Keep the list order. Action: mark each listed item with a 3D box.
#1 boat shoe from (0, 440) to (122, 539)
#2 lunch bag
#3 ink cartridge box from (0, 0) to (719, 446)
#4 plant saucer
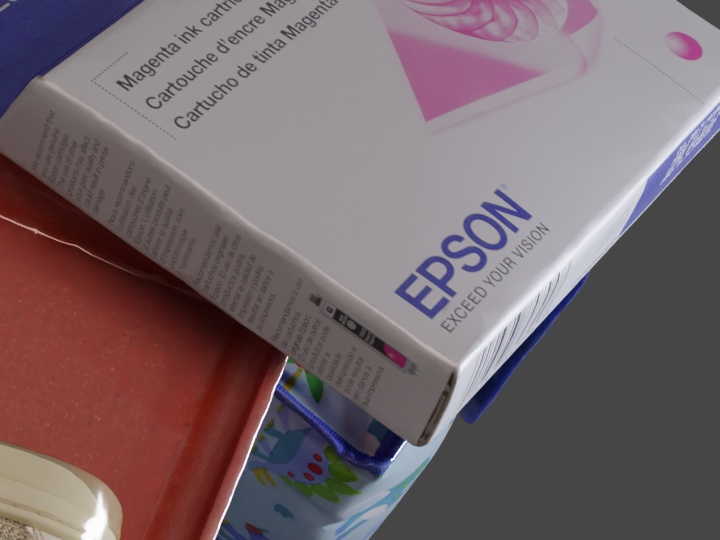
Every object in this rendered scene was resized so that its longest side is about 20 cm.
[{"bbox_3d":[-0.160,0.063,0.704,0.199,0.071,0.065,14,62,-8],"label":"boat shoe"},{"bbox_3d":[0.000,0.000,0.960,0.127,0.170,0.200,33,61,1],"label":"lunch bag"},{"bbox_3d":[-0.008,-0.065,0.843,0.200,0.043,0.196,36,44,10],"label":"ink cartridge box"},{"bbox_3d":[-0.136,0.045,0.779,0.199,0.037,0.200,23,63,-2],"label":"plant saucer"}]
